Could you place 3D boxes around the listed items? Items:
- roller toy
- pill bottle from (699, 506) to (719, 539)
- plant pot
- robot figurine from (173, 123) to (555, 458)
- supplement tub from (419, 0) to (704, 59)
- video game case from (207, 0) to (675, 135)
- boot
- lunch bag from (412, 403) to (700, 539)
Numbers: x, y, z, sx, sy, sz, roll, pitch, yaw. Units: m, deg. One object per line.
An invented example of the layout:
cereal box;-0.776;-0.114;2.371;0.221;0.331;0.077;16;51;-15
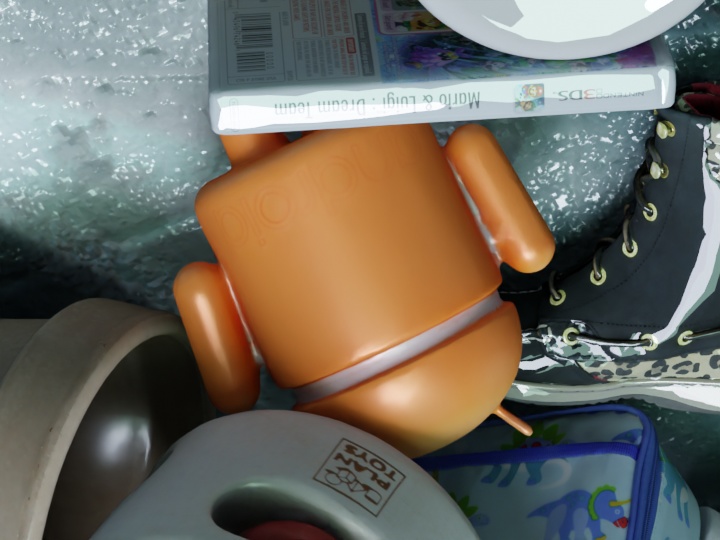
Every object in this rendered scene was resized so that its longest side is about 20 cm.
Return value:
roller toy;-0.034;0.160;1.301;0.199;0.140;0.183;-11;113;32
pill bottle;0.228;0.208;1.474;0.199;0.113;0.113;32;119;-7
plant pot;-0.185;0.099;1.386;0.174;0.200;0.201;12;128;18
robot figurine;-0.002;0.001;1.341;0.116;0.144;0.201;-22;95;51
supplement tub;0.073;-0.192;1.179;0.144;0.200;0.146;-2;126;-3
video game case;0.027;-0.110;1.236;0.181;0.200;0.024;-3;117;-2
boot;0.122;-0.016;1.398;0.202;0.074;0.155;6;117;1
lunch bag;0.057;0.145;1.430;0.199;0.161;0.083;-6;137;29
